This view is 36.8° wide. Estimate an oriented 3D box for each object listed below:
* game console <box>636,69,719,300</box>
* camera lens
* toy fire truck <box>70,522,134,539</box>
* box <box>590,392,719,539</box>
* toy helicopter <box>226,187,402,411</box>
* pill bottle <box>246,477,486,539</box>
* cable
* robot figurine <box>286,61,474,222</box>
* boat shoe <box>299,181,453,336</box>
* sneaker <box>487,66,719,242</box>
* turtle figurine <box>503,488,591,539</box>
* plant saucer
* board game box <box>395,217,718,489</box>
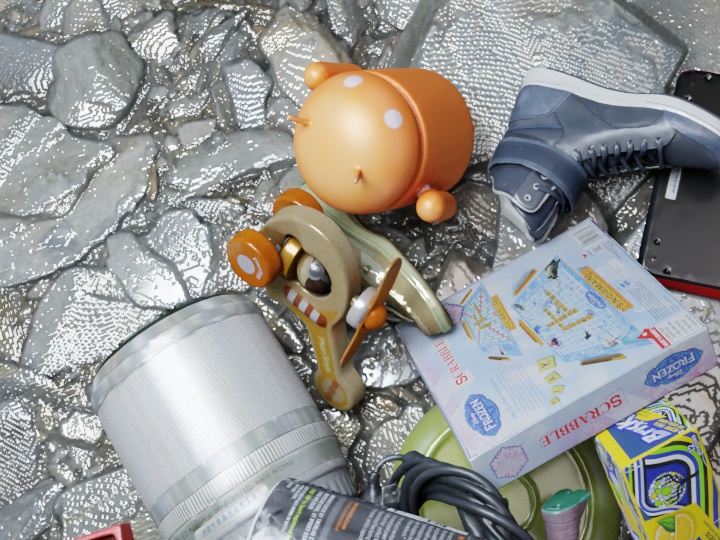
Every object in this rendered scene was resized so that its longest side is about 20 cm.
[{"bbox_3d":[0.346,-0.069,0.945,0.174,0.031,0.203,13,78,15],"label":"game console"},{"bbox_3d":[-0.113,0.134,0.877,0.159,0.160,0.202,-32,75,-2],"label":"camera lens"},{"bbox_3d":[-0.168,0.305,0.853,0.048,0.141,0.203,-18,75,2],"label":"toy fire truck"},{"bbox_3d":[0.240,0.194,0.817,0.064,0.070,0.202,-27,113,-1],"label":"box"},{"bbox_3d":[-0.022,0.037,0.884,0.131,0.202,0.079,15,43,33],"label":"toy helicopter"},{"bbox_3d":[0.024,0.215,0.714,0.197,0.106,0.108,14,78,15],"label":"pill bottle"},{"bbox_3d":[0.071,0.237,0.805,0.162,0.050,0.204,-1,96,47],"label":"cable"},{"bbox_3d":[0.022,-0.108,0.901,0.115,0.199,0.147,-4,97,33],"label":"robot figurine"},{"bbox_3d":[-0.001,-0.002,0.928,0.063,0.073,0.200,-45,61,-5],"label":"boat shoe"},{"bbox_3d":[0.205,-0.082,0.920,0.200,0.077,0.148,18,70,29],"label":"sneaker"},{"bbox_3d":[0.149,0.276,0.828,0.147,0.101,0.203,-14,95,5],"label":"turtle figurine"},{"bbox_3d":[0.120,0.194,0.904,0.196,0.031,0.204,-1,77,6],"label":"plant saucer"},{"bbox_3d":[0.146,0.059,0.863,0.197,0.201,0.041,-28,120,0],"label":"board game box"}]
